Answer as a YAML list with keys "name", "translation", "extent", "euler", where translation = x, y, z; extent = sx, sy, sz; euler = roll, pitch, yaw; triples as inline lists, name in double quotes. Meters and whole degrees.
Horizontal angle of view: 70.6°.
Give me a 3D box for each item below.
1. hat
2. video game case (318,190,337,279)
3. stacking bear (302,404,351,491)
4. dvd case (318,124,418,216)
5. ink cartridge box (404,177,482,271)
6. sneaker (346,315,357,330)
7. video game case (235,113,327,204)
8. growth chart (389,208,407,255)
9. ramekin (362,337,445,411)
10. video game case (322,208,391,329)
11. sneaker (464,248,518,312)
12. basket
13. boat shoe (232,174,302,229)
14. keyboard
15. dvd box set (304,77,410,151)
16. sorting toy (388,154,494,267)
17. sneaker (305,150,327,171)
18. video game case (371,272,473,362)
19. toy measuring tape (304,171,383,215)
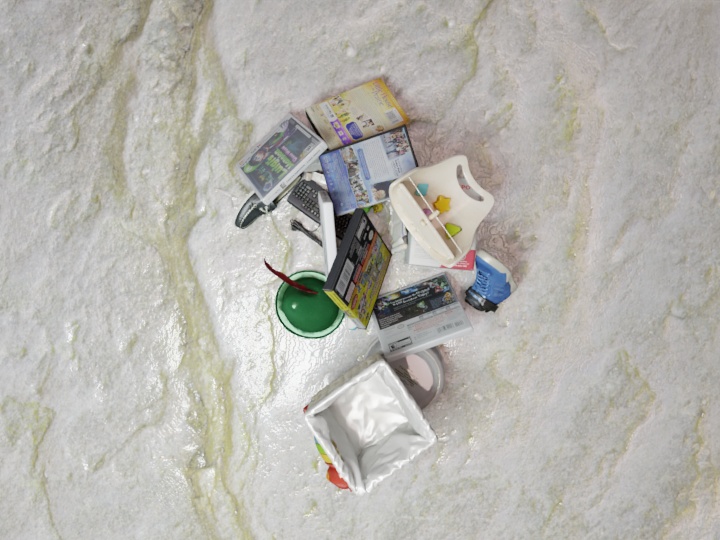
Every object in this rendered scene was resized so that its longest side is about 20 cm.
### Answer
- name: "hat"
  translation: [-0.134, 0.080, 1.145]
  extent: [0.200, 0.176, 0.166]
  euler: [21, 92, 1]
- name: "video game case"
  translation: [-0.070, -0.064, 1.113]
  extent: [0.024, 0.182, 0.200]
  euler: [-5, 107, -6]
- name: "stacking bear"
  translation: [-0.053, 0.412, 1.188]
  extent: [0.114, 0.121, 0.200]
  euler: [-15, 94, -9]
- name: "dvd case"
  translation: [0.022, -0.212, 1.084]
  extent: [0.200, 0.018, 0.143]
  euler: [-17, 84, 8]
- name: "ink cartridge box"
  translation: [0.182, -0.106, 1.148]
  extent: [0.145, 0.145, 0.200]
  euler: [6, 92, 2]
- name: "sneaker"
  translation: [-0.020, 0.040, 1.195]
  extent: [0.081, 0.077, 0.200]
  euler: [6, 83, 0]
- name: "video game case"
  translation: [-0.183, -0.256, 1.140]
  extent: [0.182, 0.200, 0.023]
  euler: [-44, 135, 2]
- name: "growth chart"
  translation: [0.092, -0.136, 1.154]
  extent: [0.018, 0.145, 0.200]
  euler: [4, 90, -11]
- name: "ramekin"
  translation: [0.102, 0.241, 1.180]
  extent: [0.200, 0.105, 0.200]
  euler: [0, 92, 1]
- name: "video game case"
  translation: [0.000, 0.000, 1.097]
  extent: [0.025, 0.181, 0.200]
  euler: [5, 61, 30]
- name: "sneaker"
  translation: [0.279, 0.034, 1.137]
  extent: [0.111, 0.200, 0.077]
  euler: [-46, 56, 4]
- name: "basket"
  translation: [0.017, 0.304, 1.046]
  extent: [0.200, 0.161, 0.198]
  euler: [-35, 90, -3]
- name: "boat shoe"
  translation: [-0.218, -0.169, 1.191]
  extent: [0.060, 0.076, 0.200]
  euler: [40, 93, 9]
- name: "keyboard"
  translation: [-0.090, -0.120, 1.218]
  extent: [0.200, 0.021, 0.127]
  euler: [35, 92, 1]
- name: "dvd box set"
  translation: [-0.007, -0.348, 1.161]
  extent: [0.200, 0.029, 0.146]
  euler: [-27, 71, -11]
- name: "sorting toy"
  translation: [0.176, -0.138, 1.031]
  extent: [0.180, 0.107, 0.200]
  euler: [-37, 98, -8]
- name: "sneaker"
  translation: [-0.063, -0.280, 1.187]
  extent: [0.200, 0.077, 0.082]
  euler: [1, 65, -11]
- name: "video game case"
  translation: [0.130, 0.103, 1.156]
  extent: [0.200, 0.182, 0.023]
  euler: [-20, 133, 2]
- name: "toy measuring tape"
  translation: [-0.043, -0.176, 1.187]
  extent: [0.200, 0.074, 0.074]
  euler: [21, 92, 0]
